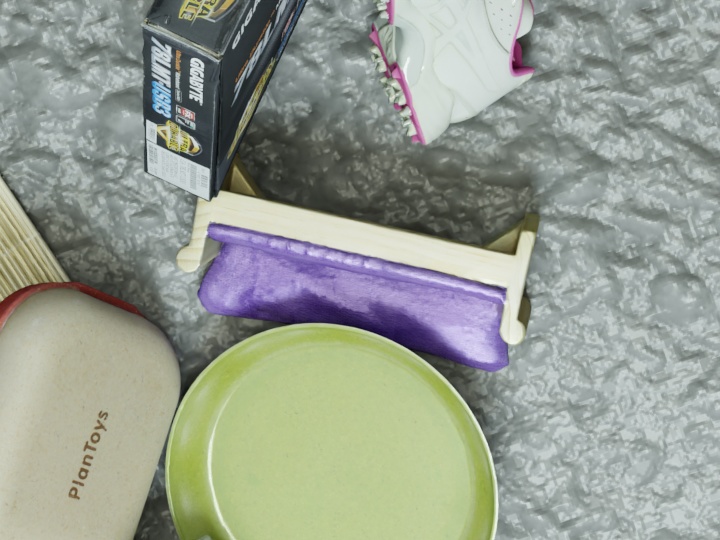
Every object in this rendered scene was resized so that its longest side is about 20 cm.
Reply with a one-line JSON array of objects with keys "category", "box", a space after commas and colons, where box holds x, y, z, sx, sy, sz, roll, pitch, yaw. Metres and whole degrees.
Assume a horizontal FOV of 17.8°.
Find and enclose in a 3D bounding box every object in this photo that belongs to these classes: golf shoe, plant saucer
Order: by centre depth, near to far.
[{"category": "golf shoe", "box": [0.044, -0.157, 1.245, 0.091, 0.200, 0.076, -20, 54, -4]}, {"category": "plant saucer", "box": [-0.015, 0.123, 1.334, 0.199, 0.031, 0.201, 4, 106, 13]}]

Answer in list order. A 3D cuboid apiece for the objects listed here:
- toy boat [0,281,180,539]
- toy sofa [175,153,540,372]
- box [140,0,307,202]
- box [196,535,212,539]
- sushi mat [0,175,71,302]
[{"category": "toy boat", "box": [-0.199, 0.104, 1.327, 0.130, 0.130, 0.201, 9, 78, 48]}, {"category": "toy sofa", "box": [0.000, 0.000, 1.302, 0.199, 0.083, 0.098, 13, 98, 4]}, {"category": "box", "box": [-0.053, -0.160, 1.193, 0.049, 0.199, 0.201, 24, 71, 1]}, {"category": "box", "box": [-0.113, 0.284, 1.331, 0.152, 0.106, 0.201, -28, 95, 21]}, {"category": "sushi mat", "box": [-0.251, -0.031, 1.360, 0.095, 0.012, 0.200, -33, 93, 9]}]
